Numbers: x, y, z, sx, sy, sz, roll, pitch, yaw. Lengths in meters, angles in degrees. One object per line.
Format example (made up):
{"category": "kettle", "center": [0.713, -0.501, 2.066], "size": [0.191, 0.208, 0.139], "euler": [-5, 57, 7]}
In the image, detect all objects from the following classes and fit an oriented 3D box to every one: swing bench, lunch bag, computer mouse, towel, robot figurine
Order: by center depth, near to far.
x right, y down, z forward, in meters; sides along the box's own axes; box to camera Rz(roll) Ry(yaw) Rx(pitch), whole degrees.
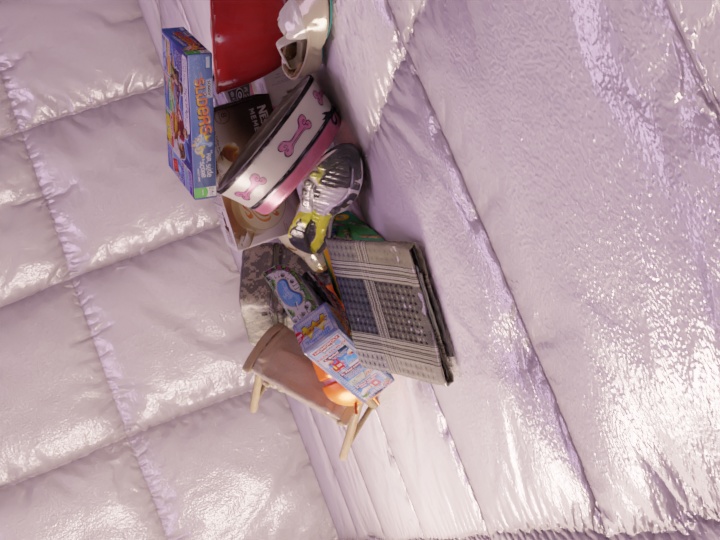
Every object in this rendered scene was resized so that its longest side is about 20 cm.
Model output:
{"category": "towel", "center": [0.040, 0.047, 1.498], "size": [0.199, 0.034, 0.195], "euler": [8, 118, 55]}
{"category": "computer mouse", "center": [-0.190, -0.230, 1.782], "size": [0.043, 0.109, 0.203], "euler": [-1, 107, 31]}
{"category": "robot figurine", "center": [-0.024, 0.122, 1.838], "size": [0.144, 0.115, 0.202], "euler": [143, 106, -74]}
{"category": "swing bench", "center": [-0.079, 0.194, 1.985], "size": [0.197, 0.130, 0.201], "euler": [28, 155, 12]}
{"category": "lunch bag", "center": [-0.122, 0.044, 2.071], "size": [0.201, 0.165, 0.141], "euler": [89, -179, -62]}

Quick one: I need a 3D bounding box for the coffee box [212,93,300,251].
{"category": "coffee box", "center": [-0.164, -0.144, 1.716], "size": [0.080, 0.113, 0.203], "euler": [-157, 49, -69]}

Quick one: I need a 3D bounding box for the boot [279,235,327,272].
{"category": "boot", "center": [-0.129, -0.095, 1.951], "size": [0.155, 0.072, 0.200], "euler": [45, -178, -41]}

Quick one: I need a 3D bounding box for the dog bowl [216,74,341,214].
{"category": "dog bowl", "center": [-0.104, -0.161, 1.581], "size": [0.074, 0.201, 0.200], "euler": [39, 175, -13]}

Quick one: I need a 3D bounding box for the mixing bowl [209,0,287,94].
{"category": "mixing bowl", "center": [-0.146, -0.342, 1.589], "size": [0.200, 0.107, 0.203], "euler": [176, 90, -85]}

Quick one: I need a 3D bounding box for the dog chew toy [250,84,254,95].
{"category": "dog chew toy", "center": [-0.158, -0.232, 1.888], "size": [0.202, 0.123, 0.125], "euler": [61, 168, 9]}

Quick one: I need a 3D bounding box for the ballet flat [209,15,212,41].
{"category": "ballet flat", "center": [-0.203, -0.412, 1.863], "size": [0.067, 0.067, 0.203], "euler": [26, 126, 58]}

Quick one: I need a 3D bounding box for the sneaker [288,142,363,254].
{"category": "sneaker", "center": [-0.049, -0.112, 1.601], "size": [0.201, 0.074, 0.085], "euler": [123, 164, -46]}

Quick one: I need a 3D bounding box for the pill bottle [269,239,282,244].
{"category": "pill bottle", "center": [-0.184, -0.123, 2.192], "size": [0.120, 0.118, 0.202], "euler": [109, 139, -73]}

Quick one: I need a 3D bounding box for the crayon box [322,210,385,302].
{"category": "crayon box", "center": [0.000, 0.000, 1.660], "size": [0.200, 0.058, 0.120], "euler": [-137, 28, -67]}

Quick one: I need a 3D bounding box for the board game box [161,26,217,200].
{"category": "board game box", "center": [-0.234, -0.215, 1.611], "size": [0.135, 0.034, 0.202], "euler": [-133, 39, -54]}

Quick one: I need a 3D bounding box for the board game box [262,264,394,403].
{"category": "board game box", "center": [-0.050, 0.076, 1.660], "size": [0.201, 0.061, 0.200], "euler": [56, -175, 20]}

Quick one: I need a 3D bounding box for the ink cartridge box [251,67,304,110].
{"category": "ink cartridge box", "center": [-0.108, -0.233, 1.758], "size": [0.116, 0.067, 0.203], "euler": [-144, 37, -71]}

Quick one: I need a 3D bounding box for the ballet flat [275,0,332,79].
{"category": "ballet flat", "center": [-0.074, -0.300, 1.482], "size": [0.200, 0.069, 0.070], "euler": [103, 145, -70]}
